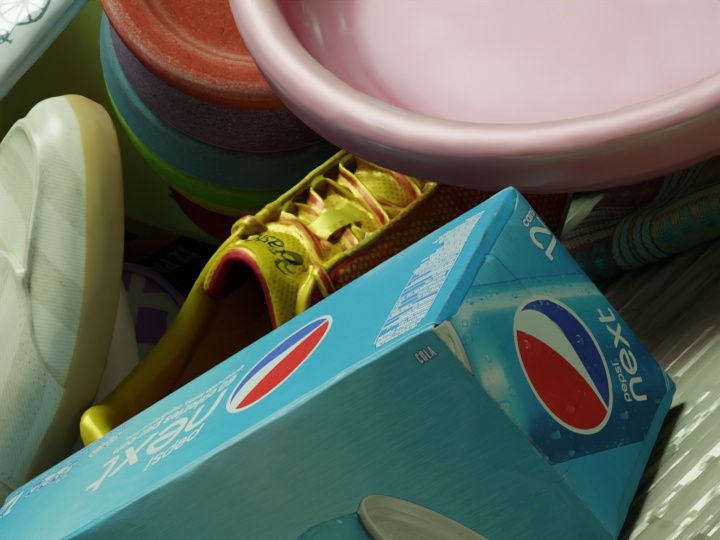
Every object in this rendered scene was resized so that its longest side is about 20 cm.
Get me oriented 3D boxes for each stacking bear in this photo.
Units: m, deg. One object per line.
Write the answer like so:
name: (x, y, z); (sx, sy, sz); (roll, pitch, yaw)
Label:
stacking bear: (-0.032, -0.068, 0.773); (0.114, 0.121, 0.200); (-49, -11, -16)

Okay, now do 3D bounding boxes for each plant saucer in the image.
plant saucer: (0.063, -0.095, 0.622); (0.200, 0.051, 0.201); (-11, 51, 13)

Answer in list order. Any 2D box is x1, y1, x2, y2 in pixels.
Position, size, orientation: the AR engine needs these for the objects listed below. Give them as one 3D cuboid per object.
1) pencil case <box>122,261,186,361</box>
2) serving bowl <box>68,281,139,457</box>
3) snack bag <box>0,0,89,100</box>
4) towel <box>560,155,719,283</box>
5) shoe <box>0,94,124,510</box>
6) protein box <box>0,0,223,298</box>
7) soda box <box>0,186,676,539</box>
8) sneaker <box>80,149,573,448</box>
pencil case: (-0.142, 0.056, 0.908); (0.085, 0.084, 0.200); (-31, 3, -40)
serving bowl: (-0.132, 0.057, 0.771); (0.200, 0.066, 0.201); (-20, 63, 48)
snack bag: (-0.185, -0.118, 0.780); (0.189, 0.200, 0.021); (-50, -25, -9)
towel: (0.148, -0.067, 0.617); (0.147, 0.022, 0.200); (-48, 14, -34)
shoe: (-0.120, 0.042, 0.661); (0.070, 0.053, 0.201); (35, 109, 53)
protein box: (-0.149, -0.099, 0.907); (0.135, 0.200, 0.199); (-24, 56, 47)
soda box: (-0.022, 0.062, 0.566); (0.200, 0.068, 0.064); (-32, 16, 36)
sneaker: (0.000, 0.000, 0.667); (0.073, 0.077, 0.200); (28, 70, 29)
